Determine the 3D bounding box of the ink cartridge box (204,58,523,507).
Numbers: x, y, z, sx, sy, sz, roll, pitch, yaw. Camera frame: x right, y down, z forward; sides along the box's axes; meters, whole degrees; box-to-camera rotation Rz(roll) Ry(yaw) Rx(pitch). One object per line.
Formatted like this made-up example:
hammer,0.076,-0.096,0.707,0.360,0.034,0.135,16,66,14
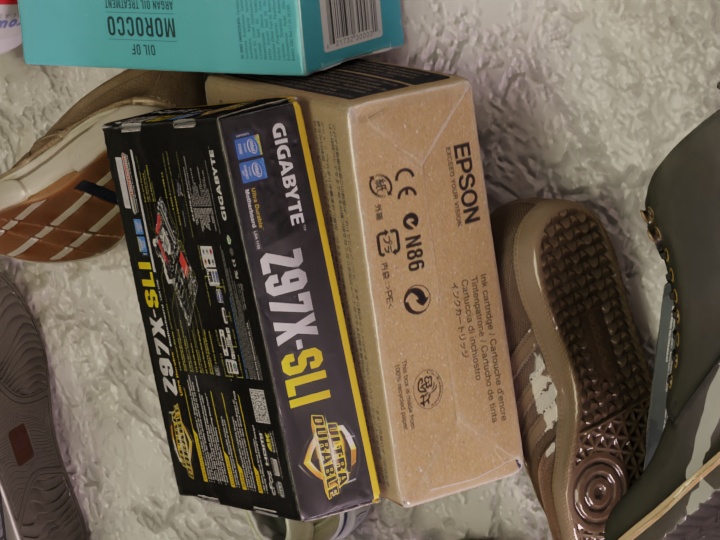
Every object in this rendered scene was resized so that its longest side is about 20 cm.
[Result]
ink cartridge box,0.000,0.000,1.442,0.165,0.075,0.202,19,120,61

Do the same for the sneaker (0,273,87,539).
sneaker,-0.238,0.095,1.712,0.106,0.075,0.201,-4,103,38

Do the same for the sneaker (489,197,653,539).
sneaker,0.103,0.061,1.429,0.075,0.070,0.202,5,106,60

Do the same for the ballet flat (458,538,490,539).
ballet flat,0.083,0.183,1.445,0.200,0.074,0.075,38,128,44

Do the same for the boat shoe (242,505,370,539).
boat shoe,-0.060,0.056,1.555,0.072,0.062,0.201,-35,81,42

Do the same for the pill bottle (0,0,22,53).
pill bottle,-0.210,-0.190,1.565,0.112,0.112,0.201,45,129,20

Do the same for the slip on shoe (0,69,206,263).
slip on shoe,-0.149,-0.061,1.597,0.200,0.076,0.061,-32,43,50

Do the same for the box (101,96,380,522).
box,-0.061,0.018,1.436,0.159,0.049,0.202,2,104,66

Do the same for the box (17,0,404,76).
box,-0.080,-0.134,1.493,0.199,0.082,0.050,6,107,39

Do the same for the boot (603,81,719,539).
boot,0.152,0.030,1.301,0.200,0.077,0.139,-48,66,22

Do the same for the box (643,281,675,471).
box,0.208,0.112,1.353,0.157,0.051,0.201,19,116,35

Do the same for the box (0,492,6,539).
box,-0.283,0.181,1.696,0.159,0.044,0.201,7,118,19
